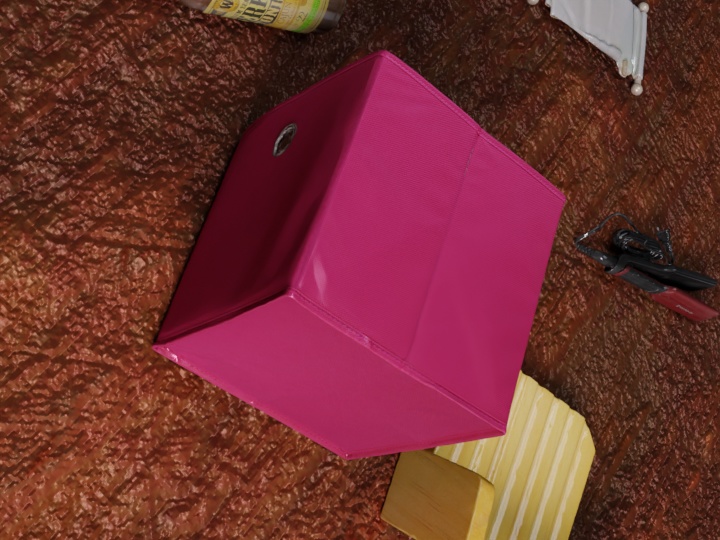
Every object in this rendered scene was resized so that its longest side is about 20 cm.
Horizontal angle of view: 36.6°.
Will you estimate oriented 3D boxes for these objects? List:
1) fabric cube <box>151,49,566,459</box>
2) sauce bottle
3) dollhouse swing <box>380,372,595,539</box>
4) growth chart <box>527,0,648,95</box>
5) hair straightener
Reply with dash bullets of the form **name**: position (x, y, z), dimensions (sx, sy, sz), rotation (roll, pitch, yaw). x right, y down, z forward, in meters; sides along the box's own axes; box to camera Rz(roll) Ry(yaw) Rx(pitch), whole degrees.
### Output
- **fabric cube**: position (0.000, 0.000, 0.803), dimensions (0.200, 0.196, 0.200), rotation (34, 60, -26)
- **sauce bottle**: position (-0.106, -0.235, 0.878), dimensions (0.199, 0.065, 0.065), rotation (2, 75, -35)
- **dollhouse swing**: position (0.152, 0.182, 0.891), dimensions (0.200, 0.182, 0.176), rotation (36, 78, -23)
- **growth chart**: position (0.255, -0.303, 1.204), dimensions (0.199, 0.018, 0.145), rotation (31, 59, -27)
- **hair straightener**: position (0.302, -0.010, 1.145), dimensions (0.199, 0.041, 0.077), rotation (20, 65, -27)
